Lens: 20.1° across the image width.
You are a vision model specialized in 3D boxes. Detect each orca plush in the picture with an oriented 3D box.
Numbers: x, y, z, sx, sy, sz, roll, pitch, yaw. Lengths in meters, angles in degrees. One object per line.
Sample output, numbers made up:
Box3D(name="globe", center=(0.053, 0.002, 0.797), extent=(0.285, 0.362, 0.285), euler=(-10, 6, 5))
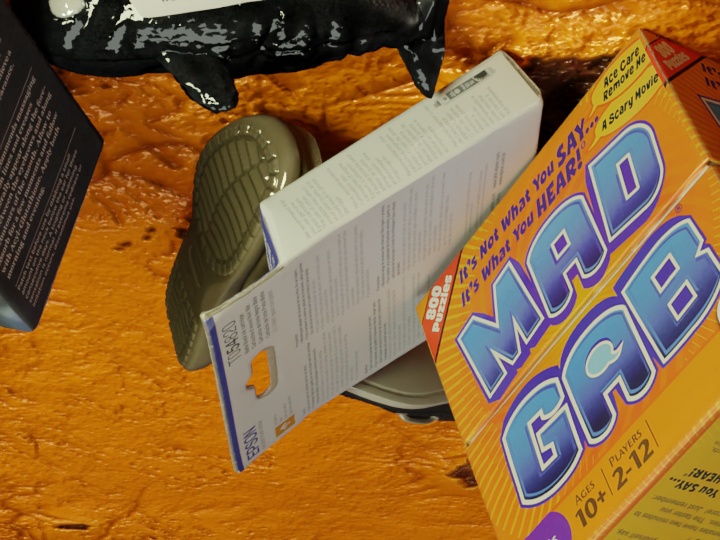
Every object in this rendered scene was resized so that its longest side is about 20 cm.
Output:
Box3D(name="orca plush", center=(-0.058, -0.094, 0.922), extent=(0.199, 0.071, 0.105), euler=(9, 152, -20))

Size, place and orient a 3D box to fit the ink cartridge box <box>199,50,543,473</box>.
Box3D(name="ink cartridge box", center=(0.000, 0.000, 1.035), extent=(0.200, 0.041, 0.200), euler=(-34, 158, -15))

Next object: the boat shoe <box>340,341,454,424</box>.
Box3D(name="boat shoe", center=(0.026, 0.056, 1.206), extent=(0.199, 0.074, 0.060), euler=(2, 154, -44))

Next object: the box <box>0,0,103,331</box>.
Box3D(name="box", center=(-0.225, -0.070, 0.889), extent=(0.148, 0.108, 0.200), euler=(9, 156, 20))

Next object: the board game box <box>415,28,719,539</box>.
Box3D(name="board game box", center=(0.182, 0.044, 0.997), extent=(0.199, 0.200, 0.200), euler=(17, 126, -32))

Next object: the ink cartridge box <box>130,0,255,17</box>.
Box3D(name="ink cartridge box", center=(-0.067, -0.196, 0.636), extent=(0.082, 0.147, 0.200), euler=(-7, 152, 17))

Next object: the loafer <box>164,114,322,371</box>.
Box3D(name="loafer", center=(-0.053, -0.017, 1.079), extent=(0.067, 0.076, 0.200), euler=(-8, 154, -24))
